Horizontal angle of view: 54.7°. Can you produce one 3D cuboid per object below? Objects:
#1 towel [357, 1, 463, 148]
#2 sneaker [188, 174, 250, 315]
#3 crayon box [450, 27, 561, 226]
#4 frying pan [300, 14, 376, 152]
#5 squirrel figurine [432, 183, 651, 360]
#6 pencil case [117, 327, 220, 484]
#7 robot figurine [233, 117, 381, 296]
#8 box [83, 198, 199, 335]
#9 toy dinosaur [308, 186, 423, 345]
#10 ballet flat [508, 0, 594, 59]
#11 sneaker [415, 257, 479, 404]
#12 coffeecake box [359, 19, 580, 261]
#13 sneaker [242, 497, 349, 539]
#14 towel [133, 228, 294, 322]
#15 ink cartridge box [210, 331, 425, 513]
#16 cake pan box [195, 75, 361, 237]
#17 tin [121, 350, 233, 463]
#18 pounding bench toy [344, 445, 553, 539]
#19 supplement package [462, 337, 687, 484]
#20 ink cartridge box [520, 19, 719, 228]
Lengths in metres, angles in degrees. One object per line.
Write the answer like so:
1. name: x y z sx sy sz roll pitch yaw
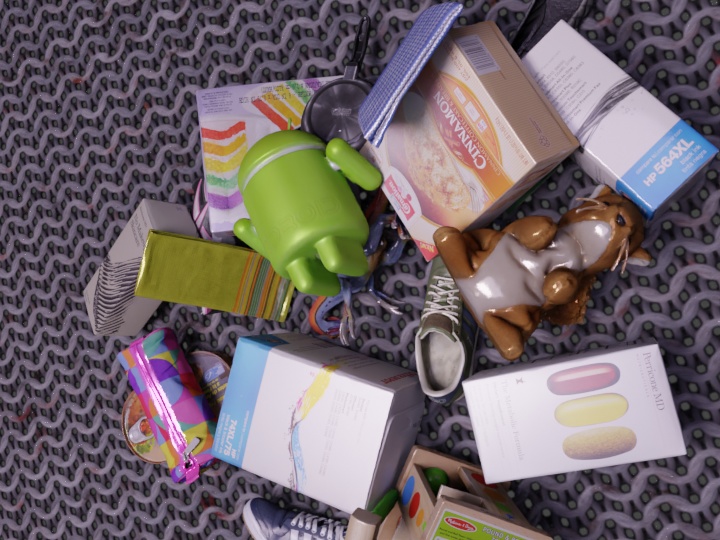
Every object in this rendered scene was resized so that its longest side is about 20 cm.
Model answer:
1. towel: 0.045 -0.199 0.696 0.024 0.200 0.145 31 105 -12
2. sneaker: -0.198 -0.038 0.943 0.086 0.080 0.201 3 81 33
3. crayon box: 0.119 -0.156 0.795 0.200 0.051 0.126 56 141 13
4. frying pan: -0.001 -0.215 0.836 0.115 0.031 0.190 30 88 20
5. squirrel figurine: 0.194 -0.008 0.718 0.186 0.200 0.142 -32 74 3
6. pencil case: -0.240 0.174 0.900 0.088 0.088 0.200 -34 76 17
7. robot figurine: -0.065 -0.071 0.777 0.175 0.116 0.200 -38 66 25
8. box: -0.296 0.000 0.936 0.200 0.068 0.082 -48 55 30
9. toy dinosaur: 0.000 0.000 0.858 0.181 0.105 0.201 -30 61 28
10. ballet flat: 0.220 -0.295 0.790 0.066 0.057 0.201 29 98 18
11. sneaker: 0.102 0.057 0.806 0.067 0.090 0.201 3 89 22
12. coffeecake box: 0.102 -0.126 0.723 0.154 0.073 0.200 58 145 11
13. sneaker: -0.046 0.327 0.864 0.200 0.070 0.109 38 106 11
14. towel: -0.176 0.009 0.879 0.018 0.199 0.086 20 97 63
15. ink cartridge box: -0.042 0.172 0.828 0.199 0.147 0.147 16 93 21
16. cake pan box: -0.098 -0.143 0.877 0.199 0.052 0.185 -5 87 -4
17. tin: -0.243 0.189 0.963 0.200 0.042 0.112 -32 74 16
18. pounding bench toy: 0.069 0.273 0.750 0.199 0.156 0.125 22 96 -11
19. supplement package: 0.227 0.147 0.745 0.199 0.109 0.114 -16 83 20
20. ink cartridge box: 0.256 -0.147 0.724 0.084 0.146 0.200 -45 74 13
